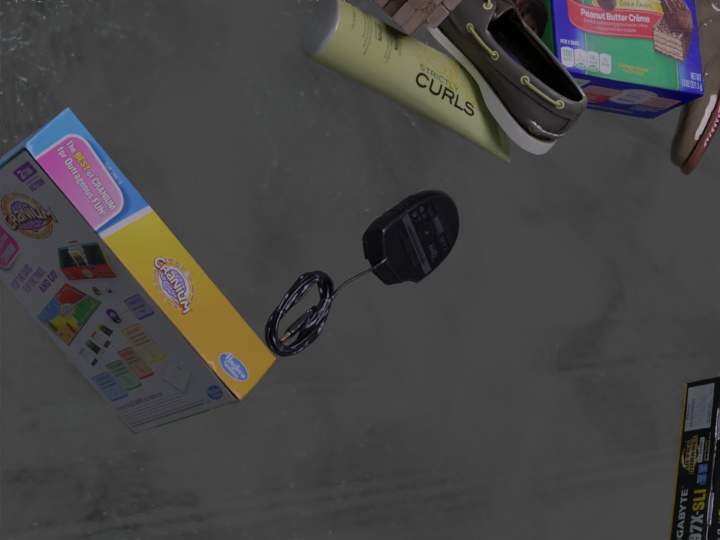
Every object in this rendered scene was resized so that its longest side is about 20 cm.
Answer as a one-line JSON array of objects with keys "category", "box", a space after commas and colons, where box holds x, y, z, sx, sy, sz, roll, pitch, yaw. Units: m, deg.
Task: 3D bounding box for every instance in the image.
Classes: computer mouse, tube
[{"category": "computer mouse", "box": [0.000, 0.000, 1.185, 0.199, 0.034, 0.059, -34, 115, -30]}, {"category": "tube", "box": [0.045, -0.154, 1.239, 0.199, 0.052, 0.059, 24, 94, -32]}]

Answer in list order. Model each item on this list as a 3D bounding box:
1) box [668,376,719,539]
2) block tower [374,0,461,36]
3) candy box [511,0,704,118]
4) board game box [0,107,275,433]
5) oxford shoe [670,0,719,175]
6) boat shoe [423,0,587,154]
[{"category": "box", "box": [0.359, 0.200, 1.363, 0.198, 0.049, 0.162, 22, 65, -28]}, {"category": "block tower", "box": [-0.008, -0.260, 1.191, 0.200, 0.058, 0.054, 44, 98, -4]}, {"category": "candy box", "box": [0.205, -0.246, 1.349, 0.167, 0.077, 0.203, 5, 75, -33]}, {"category": "board game box", "box": [-0.163, 0.008, 0.995, 0.201, 0.152, 0.040, 51, 56, -13]}, {"category": "oxford shoe", "box": [0.296, -0.182, 1.415, 0.074, 0.071, 0.202, 17, 69, -1]}, {"category": "boat shoe", "box": [0.104, -0.189, 1.251, 0.203, 0.060, 0.072, 54, 38, 8]}]
